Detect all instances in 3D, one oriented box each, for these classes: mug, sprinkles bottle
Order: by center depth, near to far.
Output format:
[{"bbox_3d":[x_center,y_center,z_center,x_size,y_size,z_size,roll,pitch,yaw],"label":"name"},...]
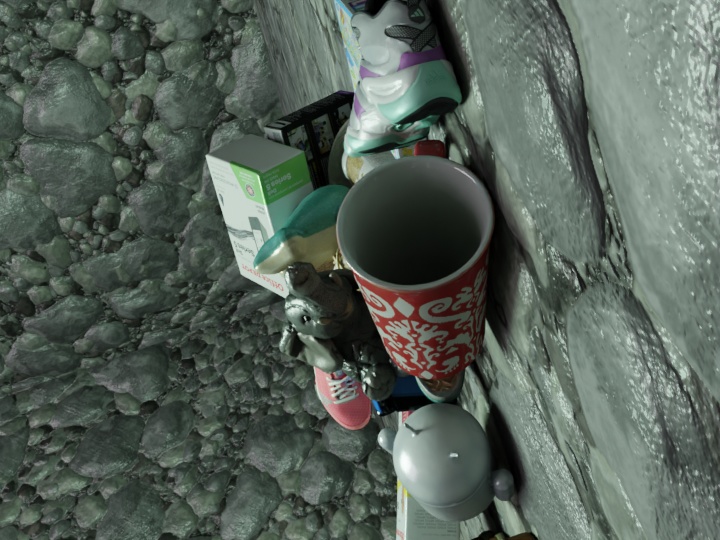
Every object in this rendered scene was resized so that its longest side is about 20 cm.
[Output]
[{"bbox_3d":[0.073,-0.006,0.759,0.132,0.178,0.201,27,157,25],"label":"mug"},{"bbox_3d":[0.027,-0.112,0.991,0.200,0.067,0.069,-121,14,-66],"label":"sprinkles bottle"}]

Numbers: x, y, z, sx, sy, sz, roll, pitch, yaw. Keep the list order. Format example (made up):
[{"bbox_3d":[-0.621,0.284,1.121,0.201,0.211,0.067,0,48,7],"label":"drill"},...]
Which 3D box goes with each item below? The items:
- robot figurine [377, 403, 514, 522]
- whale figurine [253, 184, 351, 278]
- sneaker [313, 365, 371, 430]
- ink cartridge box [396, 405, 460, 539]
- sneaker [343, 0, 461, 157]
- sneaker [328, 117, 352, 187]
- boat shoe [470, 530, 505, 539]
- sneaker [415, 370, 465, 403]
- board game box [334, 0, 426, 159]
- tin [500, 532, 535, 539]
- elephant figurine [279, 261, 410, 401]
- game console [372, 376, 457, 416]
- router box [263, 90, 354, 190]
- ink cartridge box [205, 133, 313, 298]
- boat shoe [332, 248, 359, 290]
[{"bbox_3d":[0.102,0.226,0.953,0.115,0.167,0.201,-69,-25,-21],"label":"robot figurine"},{"bbox_3d":[-0.061,-0.050,1.034,0.199,0.158,0.105,-15,-108,-53],"label":"whale figurine"},{"bbox_3d":[-0.037,0.141,1.133,0.087,0.073,0.203,-125,14,-77],"label":"sneaker"},{"bbox_3d":[0.098,0.303,1.186,0.145,0.082,0.204,100,172,-76],"label":"ink cartridge box"},{"bbox_3d":[0.024,-0.189,0.733,0.200,0.076,0.143,159,97,-68],"label":"sneaker"},{"bbox_3d":[-0.005,-0.128,1.155,0.085,0.074,0.204,-58,-20,-63],"label":"sneaker"},{"bbox_3d":[0.173,0.413,1.134,0.200,0.073,0.077,91,161,-74],"label":"boat shoe"},{"bbox_3d":[0.091,0.095,1.020,0.202,0.070,0.081,-101,-2,-47],"label":"sneaker"},{"bbox_3d":[0.020,-0.219,0.892,0.201,0.034,0.136,-115,9,-54],"label":"board game box"},{"bbox_3d":[0.206,0.380,0.885,0.201,0.041,0.113,-114,5,-52],"label":"tin"},{"bbox_3d":[-0.031,0.046,0.904,0.198,0.156,0.143,26,-148,-24],"label":"elephant figurine"},{"bbox_3d":[0.043,0.088,1.134,0.172,0.116,0.202,71,177,-51],"label":"game console"},{"bbox_3d":[-0.048,-0.145,1.210,0.051,0.148,0.203,20,132,49],"label":"router box"},{"bbox_3d":[-0.127,-0.076,1.158,0.144,0.083,0.203,24,135,47],"label":"ink cartridge box"},{"bbox_3d":[0.000,0.000,0.985,0.202,0.068,0.075,74,180,-50],"label":"boat shoe"}]
